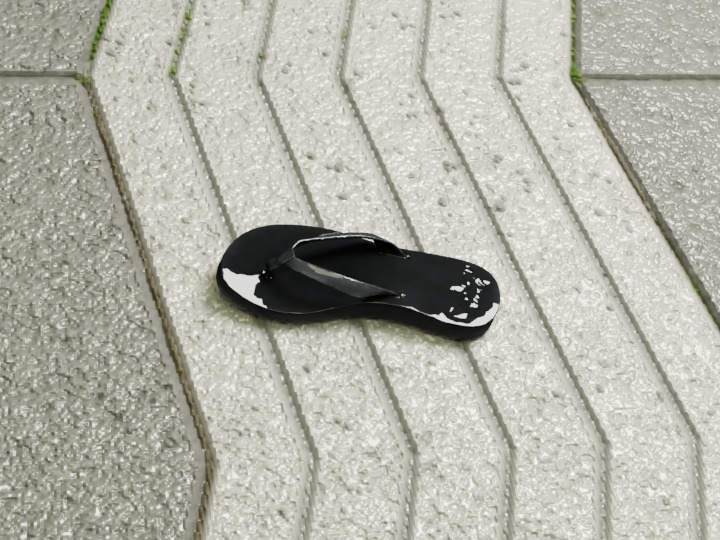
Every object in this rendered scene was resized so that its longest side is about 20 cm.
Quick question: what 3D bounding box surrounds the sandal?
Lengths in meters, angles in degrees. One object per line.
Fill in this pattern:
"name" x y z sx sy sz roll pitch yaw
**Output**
"sandal" 0.000 0.000 0.865 0.200 0.043 0.076 6 55 -6
